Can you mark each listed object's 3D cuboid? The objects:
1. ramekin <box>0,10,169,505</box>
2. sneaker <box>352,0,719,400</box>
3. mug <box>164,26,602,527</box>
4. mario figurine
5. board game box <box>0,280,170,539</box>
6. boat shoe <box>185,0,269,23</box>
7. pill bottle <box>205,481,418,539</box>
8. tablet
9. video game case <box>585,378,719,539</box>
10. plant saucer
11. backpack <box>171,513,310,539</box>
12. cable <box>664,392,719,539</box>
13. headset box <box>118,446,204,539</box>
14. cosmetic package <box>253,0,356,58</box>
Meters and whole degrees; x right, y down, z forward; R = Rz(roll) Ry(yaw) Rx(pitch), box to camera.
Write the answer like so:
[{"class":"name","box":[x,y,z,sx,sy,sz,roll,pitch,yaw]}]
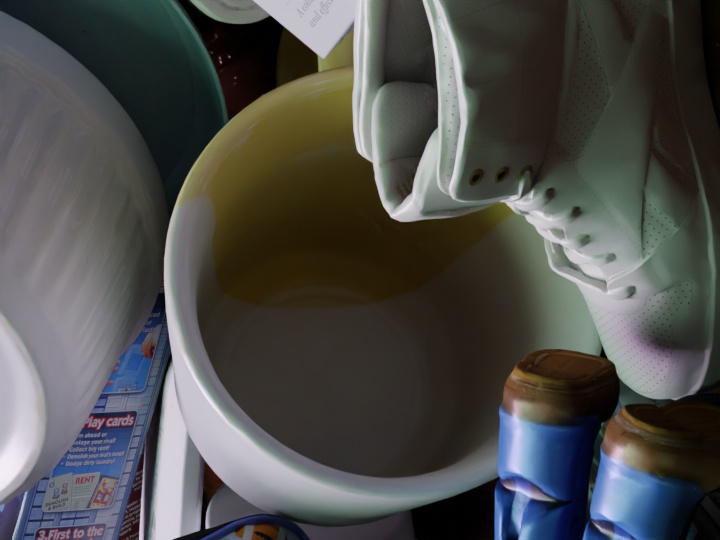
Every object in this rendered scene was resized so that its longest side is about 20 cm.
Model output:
[{"class":"ramekin","box":[-0.177,0.003,1.034,0.200,0.105,0.200,7,134,8]},{"class":"sneaker","box":[0.052,-0.029,0.873,0.074,0.116,0.200,25,137,49]},{"class":"mug","box":[0.005,0.008,1.012,0.149,0.187,0.153,27,160,-1]},{"class":"mario figurine","box":[0.067,0.128,0.899,0.123,0.106,0.200,-128,50,-67]},{"class":"board game box","box":[-0.153,0.022,1.248,0.200,0.062,0.200,48,122,34]},{"class":"boat shoe","box":[-0.072,-0.182,1.015,0.062,0.073,0.200,-14,96,65]},{"class":"pill bottle","box":[-0.010,0.174,1.182,0.112,0.112,0.200,35,142,45]},{"class":"tablet","box":[-0.083,0.097,1.231,0.200,0.014,0.130,171,103,-82]},{"class":"video game case","box":[0.124,0.154,1.016,0.182,0.023,0.200,52,153,21]},{"class":"plant saucer","box":[-0.143,-0.070,1.048,0.200,0.027,0.200,6,134,7]},{"class":"backpack","box":[-0.068,0.193,0.991,0.154,0.200,0.191,-25,80,64]},{"class":"cable","box":[0.145,0.128,0.885,0.163,0.051,0.200,-37,75,49]},{"class":"headset box","box":[-0.146,0.109,1.415,0.149,0.075,0.200,31,140,46]},{"class":"cosmetic package","box":[-0.017,-0.172,0.843,0.151,0.052,0.200,41,142,-1]}]
